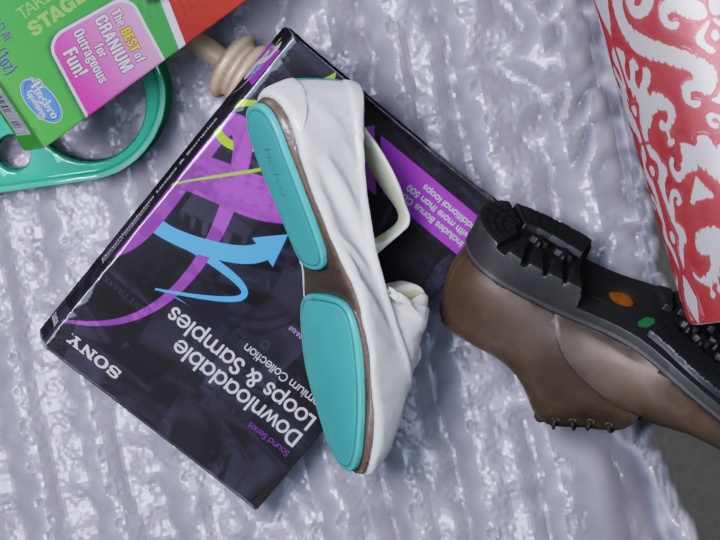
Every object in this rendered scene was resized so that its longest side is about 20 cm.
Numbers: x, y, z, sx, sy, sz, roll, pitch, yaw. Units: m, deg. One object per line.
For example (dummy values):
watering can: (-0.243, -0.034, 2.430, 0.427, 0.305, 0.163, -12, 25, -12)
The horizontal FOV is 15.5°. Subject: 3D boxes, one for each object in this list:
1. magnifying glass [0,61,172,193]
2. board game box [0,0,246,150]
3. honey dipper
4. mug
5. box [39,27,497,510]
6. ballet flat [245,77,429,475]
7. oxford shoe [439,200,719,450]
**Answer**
magnifying glass: (-0.184, -0.057, 1.364, 0.200, 0.022, 0.080, -33, 96, 15)
board game box: (-0.124, -0.178, 1.300, 0.200, 0.040, 0.153, -38, 105, -18)
honey dipper: (-0.110, -0.137, 1.364, 0.200, 0.038, 0.038, 35, 94, 11)
mug: (0.207, -0.088, 1.269, 0.177, 0.133, 0.201, -13, 90, 9)
box: (-0.045, 0.001, 1.326, 0.143, 0.036, 0.200, 38, 96, -14)
ballet flat: (0.000, 0.000, 1.287, 0.069, 0.069, 0.201, -12, 104, 8)
oxford shoe: (0.130, 0.049, 1.315, 0.199, 0.073, 0.085, 32, 118, 4)
